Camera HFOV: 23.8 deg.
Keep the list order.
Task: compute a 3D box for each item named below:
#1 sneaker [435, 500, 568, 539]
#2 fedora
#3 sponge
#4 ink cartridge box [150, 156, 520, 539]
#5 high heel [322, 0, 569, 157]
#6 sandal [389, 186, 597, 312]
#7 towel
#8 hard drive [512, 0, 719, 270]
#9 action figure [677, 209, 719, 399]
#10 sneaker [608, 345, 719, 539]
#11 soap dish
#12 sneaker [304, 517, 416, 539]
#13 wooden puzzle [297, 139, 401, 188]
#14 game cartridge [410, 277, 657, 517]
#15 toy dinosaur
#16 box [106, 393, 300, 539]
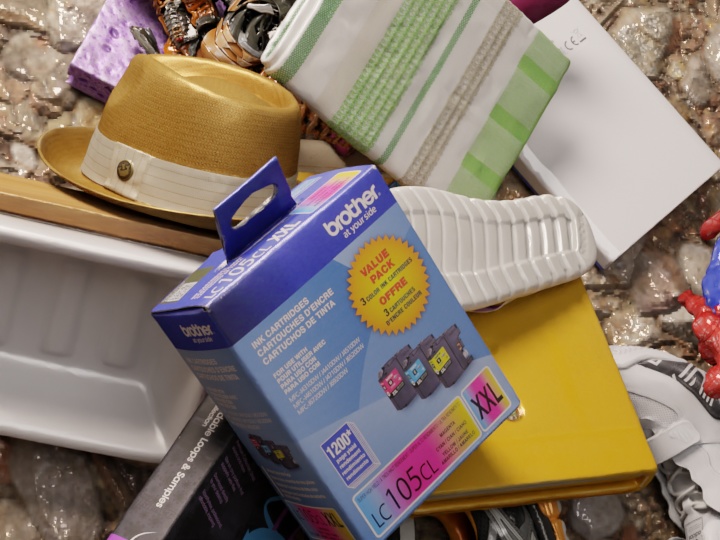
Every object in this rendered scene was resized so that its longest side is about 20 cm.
[{"bbox_3d":[0.101,0.204,1.073,0.077,0.078,0.201,-14,63,-24],"label":"sneaker"},{"bbox_3d":[-0.098,-0.083,1.047,0.199,0.201,0.082,10,104,-14],"label":"fedora"},{"bbox_3d":[-0.112,-0.188,1.192,0.111,0.030,0.201,27,63,-6],"label":"sponge"},{"bbox_3d":[-0.020,0.036,0.949,0.136,0.076,0.200,-42,107,-27],"label":"ink cartridge box"},{"bbox_3d":[0.063,-0.144,1.187,0.199,0.067,0.097,-18,69,4],"label":"high heel"},{"bbox_3d":[0.069,-0.007,1.091,0.202,0.050,0.083,0,67,-36],"label":"sandal"},{"bbox_3d":[0.039,-0.136,1.127,0.200,0.031,0.150,38,78,-32],"label":"towel"},{"bbox_3d":[0.156,-0.114,1.253,0.132,0.025,0.200,-38,84,-27],"label":"hard drive"},{"bbox_3d":[0.253,0.027,1.173,0.065,0.052,0.200,37,31,-6],"label":"action figure"},{"bbox_3d":[0.219,0.138,1.143,0.199,0.075,0.115,32,60,-7],"label":"sneaker"},{"bbox_3d":[-0.177,0.024,1.020,0.199,0.158,0.081,13,28,-13],"label":"soap dish"},{"bbox_3d":[0.005,0.202,1.024,0.090,0.070,0.201,3,67,-61],"label":"sneaker"},{"bbox_3d":[0.000,0.000,1.149,0.184,0.037,0.201,3,68,-17],"label":"wooden puzzle"},{"bbox_3d":[0.077,0.057,1.092,0.175,0.033,0.201,-3,53,-22],"label":"game cartridge"},{"bbox_3d":[-0.073,-0.165,1.142,0.136,0.102,0.200,-41,105,-3],"label":"toy dinosaur"},{"bbox_3d":[-0.078,0.140,1.009,0.036,0.143,0.200,18,59,24],"label":"box"}]
